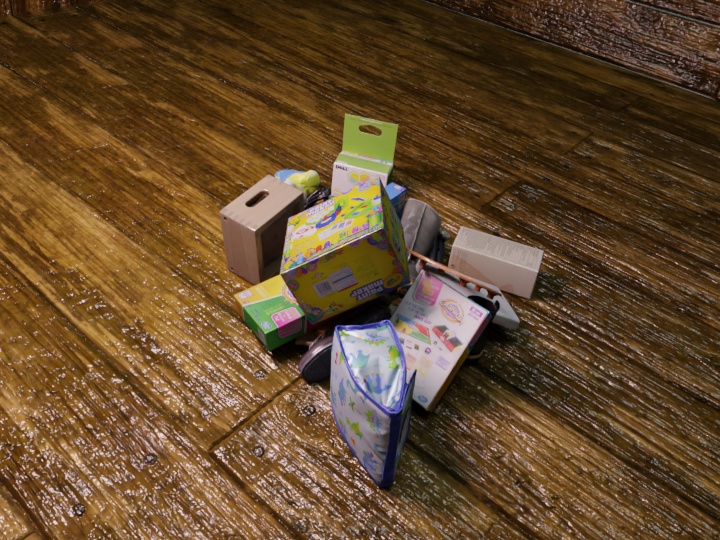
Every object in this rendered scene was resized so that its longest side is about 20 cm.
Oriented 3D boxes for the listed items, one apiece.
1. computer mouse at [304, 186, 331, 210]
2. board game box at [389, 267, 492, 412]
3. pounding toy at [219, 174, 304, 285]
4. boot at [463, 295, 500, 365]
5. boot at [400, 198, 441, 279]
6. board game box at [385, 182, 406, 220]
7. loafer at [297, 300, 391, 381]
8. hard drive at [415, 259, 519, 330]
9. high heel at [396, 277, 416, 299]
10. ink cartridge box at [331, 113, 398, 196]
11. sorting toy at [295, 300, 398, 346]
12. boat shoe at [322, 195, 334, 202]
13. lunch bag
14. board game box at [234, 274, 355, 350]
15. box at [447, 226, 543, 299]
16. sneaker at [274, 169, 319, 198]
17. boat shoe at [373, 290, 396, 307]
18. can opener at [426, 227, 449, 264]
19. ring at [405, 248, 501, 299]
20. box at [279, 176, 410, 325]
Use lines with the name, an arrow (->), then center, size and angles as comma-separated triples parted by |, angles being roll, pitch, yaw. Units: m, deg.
computer mouse -> -0.107, -0.106, 1.523 | 0.137, 0.053, 0.202 | -33, 48, 9
board game box -> 0.119, 0.122, 1.194 | 0.151, 0.040, 0.202 | 34, 88, 25
pounding toy -> -0.205, -0.093, 1.437 | 0.140, 0.187, 0.200 | 26, 48, 23
boot -> 0.151, 0.095, 1.249 | 0.194, 0.141, 0.078 | 6, 37, -15
boot -> 0.086, -0.076, 1.447 | 0.180, 0.072, 0.204 | 35, 63, -25
board game box -> 0.023, -0.084, 1.473 | 0.044, 0.156, 0.199 | 25, 39, 25
loafer -> -0.034, 0.127, 1.226 | 0.197, 0.073, 0.063 | -34, 40, -13
hard drive -> 0.213, 0.047, 1.338 | 0.195, 0.027, 0.133 | 19, 25, -23
high heel -> 0.162, 0.077, 1.346 | 0.194, 0.073, 0.144 | 11, 29, -12
ink cartridge box -> 0.008, -0.269, 1.673 | 0.144, 0.204, 0.076 | 13, 36, 9
sorting toy -> -0.012, 0.101, 1.317 | 0.194, 0.037, 0.187 | 13, 37, 7
boat shoe -> -0.032, -0.114, 1.570 | 0.070, 0.074, 0.202 | 1, 40, -22
lunch bag -> 0.024, 0.209, 1.066 | 0.123, 0.174, 0.202 | -5, 37, -11
board game box -> -0.125, 0.059, 1.293 | 0.196, 0.041, 0.152 | -25, 37, -24
box -> 0.302, -0.019, 1.499 | 0.195, 0.079, 0.095 | 19, 37, 15
sneaker -> -0.189, -0.200, 1.667 | 0.103, 0.078, 0.199 | 13, 27, 28
boat shoe -> 0.000, 0.000, 1.362 | 0.198, 0.072, 0.065 | 34, 79, 34
can opener -> 0.167, -0.037, 1.528 | 0.063, 0.078, 0.203 | 38, 32, -25
ring -> 0.169, 0.008, 1.240 | 0.196, 0.020, 0.200 | 26, 3, -2
box -> -0.027, -0.040, 1.205 | 0.196, 0.124, 0.195 | -23, 31, 14
